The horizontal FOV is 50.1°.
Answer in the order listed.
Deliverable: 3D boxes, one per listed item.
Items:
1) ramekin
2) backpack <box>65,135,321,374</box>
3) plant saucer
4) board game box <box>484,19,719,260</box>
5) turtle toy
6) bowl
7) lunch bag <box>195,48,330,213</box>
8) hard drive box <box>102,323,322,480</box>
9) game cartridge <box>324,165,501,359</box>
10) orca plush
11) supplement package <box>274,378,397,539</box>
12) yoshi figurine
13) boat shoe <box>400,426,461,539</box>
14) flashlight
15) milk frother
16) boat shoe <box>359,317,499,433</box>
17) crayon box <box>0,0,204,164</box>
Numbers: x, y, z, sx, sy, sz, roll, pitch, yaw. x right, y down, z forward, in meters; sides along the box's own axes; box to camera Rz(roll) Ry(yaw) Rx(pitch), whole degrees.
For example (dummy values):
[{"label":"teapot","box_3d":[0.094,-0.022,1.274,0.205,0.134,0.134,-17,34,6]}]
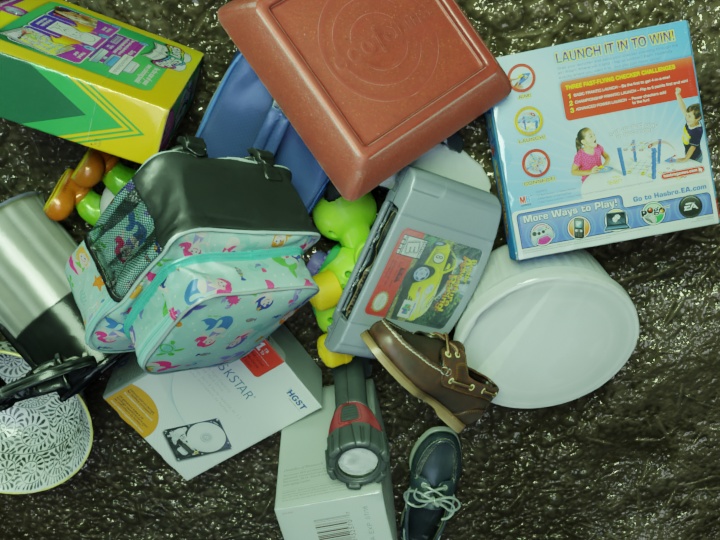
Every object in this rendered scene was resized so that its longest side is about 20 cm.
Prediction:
[{"label":"ramekin","box_3d":[0.195,0.053,0.855,0.202,0.094,0.203,-4,130,-4]},{"label":"backpack","box_3d":[-0.146,0.003,0.658,0.200,0.177,0.151,-33,71,35]},{"label":"plant saucer","box_3d":[0.013,-0.195,0.666,0.199,0.037,0.200,-36,91,-17]},{"label":"board game box","box_3d":[0.230,-0.124,0.759,0.199,0.056,0.197,-10,93,3]},{"label":"turtle toy","box_3d":[0.000,0.000,0.825,0.145,0.101,0.201,-20,124,-17]},{"label":"bowl","box_3d":[-0.400,0.151,0.893,0.200,0.094,0.201,-1,118,-2]},{"label":"lunch bag","box_3d":[-0.081,-0.133,0.739,0.136,0.132,0.200,25,114,-15]},{"label":"hard drive box","box_3d":[-0.169,0.132,0.905,0.200,0.077,0.156,-31,115,13]},{"label":"game cartridge","box_3d":[0.058,0.003,0.771,0.133,0.041,0.200,11,112,-37]},{"label":"orca plush","box_3d":[0.041,-0.093,0.786,0.200,0.071,0.106,-16,109,-35]},{"label":"supplement package","box_3d":[-0.026,0.237,0.896,0.117,0.200,0.117,-11,118,4]},{"label":"yoshi figurine","box_3d":[-0.214,-0.030,0.782,0.200,0.112,0.112,36,83,-28]},{"label":"boat shoe","box_3d":[0.090,0.297,1.011,0.075,0.062,0.201,12,116,-7]},{"label":"flashlight","box_3d":[-0.007,0.147,0.850,0.068,0.200,0.068,30,112,-17]},{"label":"milk frother","box_3d":[-0.317,0.032,0.738,0.188,0.180,0.200,50,148,-4]},{"label":"boat shoe","box_3d":[0.074,0.094,0.767,0.070,0.070,0.200,-40,137,7]},{"label":"crayon box","box_3d":[-0.238,-0.173,0.672,0.172,0.200,0.058,19,116,-12]}]
